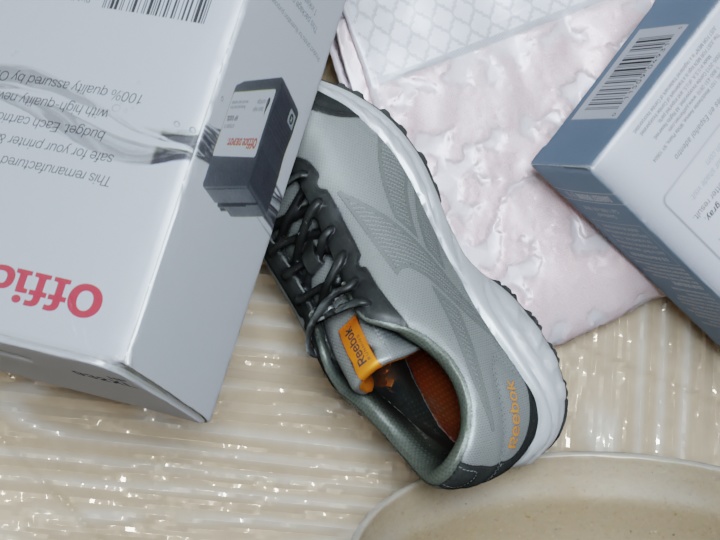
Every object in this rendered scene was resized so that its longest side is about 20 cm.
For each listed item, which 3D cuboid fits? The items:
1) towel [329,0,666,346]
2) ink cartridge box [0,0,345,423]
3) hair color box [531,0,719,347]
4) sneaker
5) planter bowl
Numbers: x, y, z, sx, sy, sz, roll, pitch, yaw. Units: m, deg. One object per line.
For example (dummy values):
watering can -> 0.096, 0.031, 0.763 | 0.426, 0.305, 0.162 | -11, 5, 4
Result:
towel -> 0.096, -0.076, 0.790 | 0.199, 0.032, 0.192 | -22, 93, -13
ink cartridge box -> -0.102, -0.059, 0.699 | 0.144, 0.084, 0.202 | 11, 75, 23
hair color box -> 0.177, -0.016, 0.763 | 0.200, 0.061, 0.099 | 42, 81, -17
sneaker -> 0.000, 0.000, 0.725 | 0.200, 0.074, 0.079 | 50, 34, 9
planter bowl -> 0.093, 0.167, 0.687 | 0.198, 0.200, 0.136 | -3, 107, -13
